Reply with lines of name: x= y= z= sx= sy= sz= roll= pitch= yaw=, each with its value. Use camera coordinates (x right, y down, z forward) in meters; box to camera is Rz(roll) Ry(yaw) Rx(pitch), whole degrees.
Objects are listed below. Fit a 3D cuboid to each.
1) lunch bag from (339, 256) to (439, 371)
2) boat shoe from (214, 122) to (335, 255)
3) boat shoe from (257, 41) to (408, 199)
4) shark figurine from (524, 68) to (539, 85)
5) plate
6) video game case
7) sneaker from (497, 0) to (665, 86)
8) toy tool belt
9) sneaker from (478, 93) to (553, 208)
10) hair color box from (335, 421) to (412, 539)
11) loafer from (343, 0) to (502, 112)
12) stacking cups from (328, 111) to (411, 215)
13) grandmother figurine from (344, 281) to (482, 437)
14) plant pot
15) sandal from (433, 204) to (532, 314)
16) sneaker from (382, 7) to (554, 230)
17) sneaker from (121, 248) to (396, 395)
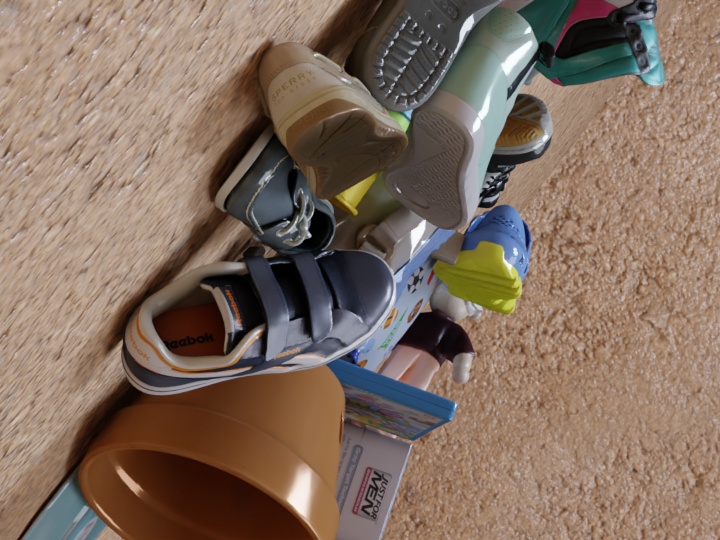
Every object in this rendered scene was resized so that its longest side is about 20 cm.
lunch bag: x=-0.004 y=0.018 z=1.675 sx=0.170 sy=0.124 sz=0.200 roll=-52 pitch=166 yaw=-16
boat shoe: x=-0.050 y=-0.049 z=1.284 sx=0.073 sy=0.062 sz=0.200 roll=-51 pitch=173 yaw=-4
boat shoe: x=-0.021 y=-0.096 z=1.191 sx=0.072 sy=0.065 sz=0.200 roll=-33 pitch=168 yaw=5
shark figurine: x=0.170 y=-0.203 z=1.627 sx=0.128 sy=0.089 sz=0.215 roll=-106 pitch=-146 yaw=-48
plate: x=-0.220 y=0.191 z=1.535 sx=0.200 sy=0.026 sz=0.200 roll=-52 pitch=173 yaw=-9
video game case: x=-0.005 y=0.102 z=1.562 sx=0.200 sy=0.143 sz=0.018 roll=126 pitch=-15 yaw=-78
sneaker: x=0.208 y=-0.200 z=1.411 sx=0.200 sy=0.121 sz=0.084 roll=-30 pitch=-173 yaw=12
toy tool belt: x=0.000 y=0.000 z=1.460 sx=0.125 sy=0.123 sz=0.200 roll=-1 pitch=-140 yaw=51
sneaker: x=0.111 y=-0.097 z=1.625 sx=0.076 sy=0.088 sz=0.200 roll=-32 pitch=-164 yaw=-23
hair color box: x=-0.067 y=0.161 z=1.567 sx=0.061 sy=0.199 sz=0.099 roll=92 pitch=17 yaw=-78
loafer: x=0.050 y=-0.190 z=1.258 sx=0.200 sy=0.075 sz=0.070 roll=-52 pitch=-153 yaw=-21
stacking cups: x=0.028 y=-0.139 z=1.395 sx=0.200 sy=0.060 sz=0.061 roll=-56 pitch=173 yaw=-5
grandmother figurine: x=0.053 y=0.077 z=1.724 sx=0.200 sy=0.121 sz=0.061 roll=-57 pitch=144 yaw=-23
plant pot: x=-0.098 y=0.135 z=1.447 sx=0.200 sy=0.199 sz=0.140 roll=117 pitch=-4 yaw=-56
sandal: x=0.111 y=-0.018 z=1.614 sx=0.200 sy=0.079 sz=0.087 roll=79 pitch=31 yaw=-85
sneaker: x=0.080 y=-0.107 z=1.338 sx=0.118 sy=0.074 sz=0.201 roll=-55 pitch=175 yaw=-21
sneaker: x=-0.063 y=0.030 z=1.279 sx=0.199 sy=0.079 sz=0.079 roll=-19 pitch=162 yaw=-16
